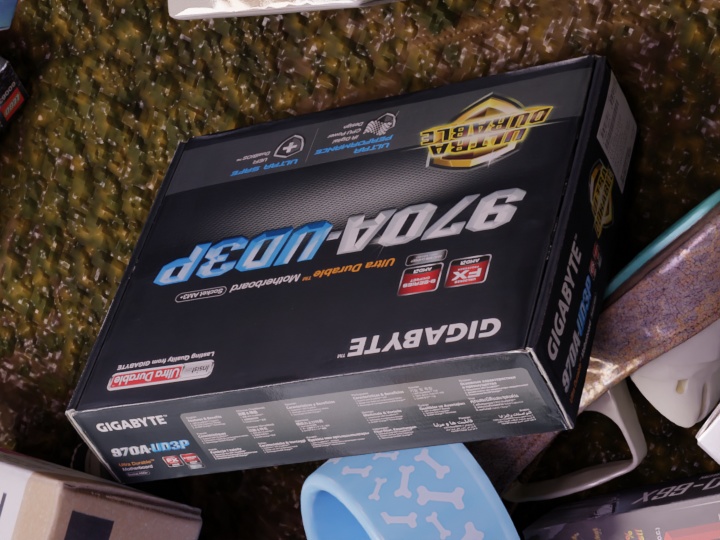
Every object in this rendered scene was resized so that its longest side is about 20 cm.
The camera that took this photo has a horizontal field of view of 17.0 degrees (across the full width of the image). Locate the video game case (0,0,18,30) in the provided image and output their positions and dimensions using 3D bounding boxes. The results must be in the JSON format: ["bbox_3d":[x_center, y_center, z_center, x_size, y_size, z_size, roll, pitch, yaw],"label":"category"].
[{"bbox_3d":[-0.185,-0.230,1.007,0.181,0.045,0.200,45,128,30],"label":"video game case"}]

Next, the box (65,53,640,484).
[{"bbox_3d":[0.000,0.000,0.935,0.200,0.159,0.046,-9,132,28],"label":"box"}]

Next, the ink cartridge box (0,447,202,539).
[{"bbox_3d":[-0.167,0.155,0.998,0.200,0.075,0.165,8,82,53],"label":"ink cartridge box"}]

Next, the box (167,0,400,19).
[{"bbox_3d":[-0.029,-0.203,0.955,0.095,0.078,0.200,-2,98,27],"label":"box"}]

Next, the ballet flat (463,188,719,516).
[{"bbox_3d":[0.101,0.040,0.944,0.200,0.068,0.067,-41,84,37],"label":"ballet flat"}]

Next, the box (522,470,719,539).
[{"bbox_3d":[0.165,0.177,0.940,0.158,0.050,0.200,-15,92,29],"label":"box"}]

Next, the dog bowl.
[{"bbox_3d":[0.034,0.152,0.957,0.111,0.050,0.200,14,126,65],"label":"dog bowl"}]

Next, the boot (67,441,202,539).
[{"bbox_3d":[-0.139,0.175,1.083,0.150,0.073,0.200,-8,102,26],"label":"boot"}]

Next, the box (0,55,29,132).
[{"bbox_3d":[-0.269,-0.082,1.081,0.200,0.038,0.137,33,75,19],"label":"box"}]

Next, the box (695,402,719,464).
[{"bbox_3d":[0.230,0.064,0.803,0.176,0.200,0.097,43,114,15],"label":"box"}]
